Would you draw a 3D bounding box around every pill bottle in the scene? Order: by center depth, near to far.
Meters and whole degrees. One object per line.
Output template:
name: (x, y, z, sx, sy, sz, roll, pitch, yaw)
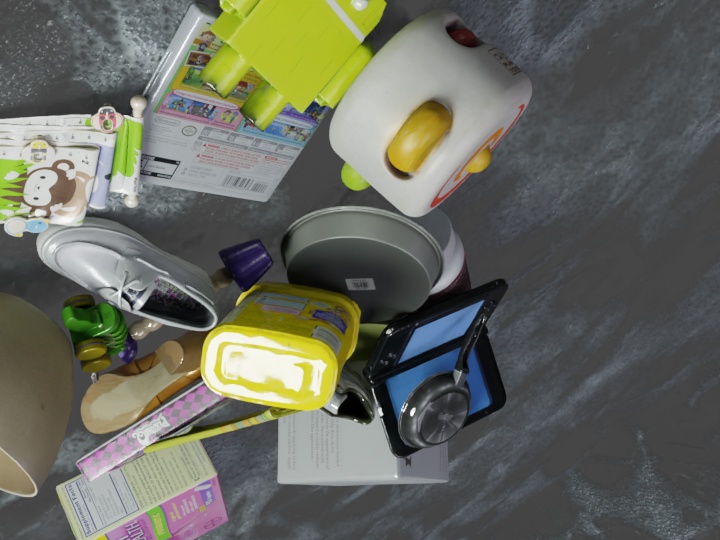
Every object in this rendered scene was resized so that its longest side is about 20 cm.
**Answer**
pill bottle: (0.086, 0.000, 1.186, 0.114, 0.114, 0.200, -33, 150, -6)

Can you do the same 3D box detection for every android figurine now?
android figurine: (-0.049, -0.220, 0.783, 0.200, 0.041, 0.182, -47, 145, 2)

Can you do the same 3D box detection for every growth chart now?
growth chart: (-0.283, -0.081, 0.769, 0.200, 0.018, 0.145, -12, 142, -21)

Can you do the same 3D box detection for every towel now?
towel: (-0.144, 0.168, 0.978, 0.200, 0.018, 0.086, -20, 171, 33)

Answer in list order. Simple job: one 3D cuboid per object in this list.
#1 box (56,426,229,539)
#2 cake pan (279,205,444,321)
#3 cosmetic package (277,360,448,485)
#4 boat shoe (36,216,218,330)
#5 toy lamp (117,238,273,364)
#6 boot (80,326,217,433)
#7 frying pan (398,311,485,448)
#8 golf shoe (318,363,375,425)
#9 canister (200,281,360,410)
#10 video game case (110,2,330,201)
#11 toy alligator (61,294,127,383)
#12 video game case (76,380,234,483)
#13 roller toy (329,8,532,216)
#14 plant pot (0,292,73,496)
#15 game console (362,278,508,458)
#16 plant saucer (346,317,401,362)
box: (-0.304, 0.335, 1.270, 0.200, 0.097, 0.176, -24, 148, -19)
cake pan: (0.000, 0.000, 1.063, 0.200, 0.037, 0.200, 5, 144, 3)
cosmetic package: (0.005, 0.226, 1.289, 0.200, 0.165, 0.165, -8, 163, 29)
boat shoe: (-0.227, 0.012, 0.891, 0.072, 0.069, 0.200, -46, 133, 11)
toy lamp: (-0.190, 0.031, 1.001, 0.200, 0.058, 0.058, -34, 150, -5)
boot: (-0.233, 0.132, 1.093, 0.201, 0.071, 0.144, -35, 167, 24)
frying pan: (0.126, 0.156, 1.151, 0.190, 0.031, 0.115, -46, 131, -5)
golf shoe: (-0.057, 0.138, 1.128, 0.200, 0.097, 0.078, 27, 97, -34)
canister: (-0.083, 0.079, 0.977, 0.200, 0.148, 0.087, -64, 163, -78)
video game case: (-0.121, -0.150, 0.854, 0.200, 0.022, 0.182, 6, 130, -48)
toy alligator: (-0.266, 0.072, 0.918, 0.054, 0.059, 0.200, -15, 160, -14)
video game case: (-0.233, 0.186, 1.112, 0.200, 0.036, 0.181, -32, 176, 2)
roller toy: (0.074, -0.151, 0.881, 0.182, 0.140, 0.200, -45, 173, -16)
plant pot: (-0.350, 0.099, 0.834, 0.200, 0.200, 0.135, 90, 24, -54)
game console: (0.117, 0.126, 1.158, 0.200, 0.116, 0.176, -21, 152, -29)
plant saucer: (-0.012, 0.095, 1.229, 0.200, 0.031, 0.200, -3, 156, -2)
